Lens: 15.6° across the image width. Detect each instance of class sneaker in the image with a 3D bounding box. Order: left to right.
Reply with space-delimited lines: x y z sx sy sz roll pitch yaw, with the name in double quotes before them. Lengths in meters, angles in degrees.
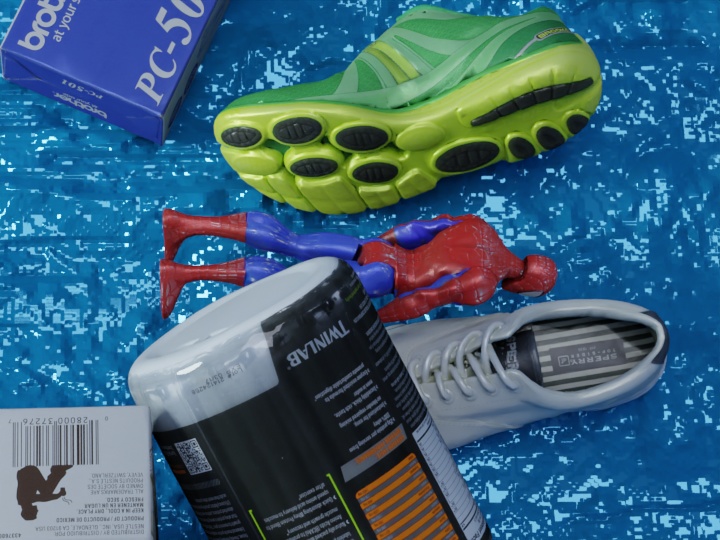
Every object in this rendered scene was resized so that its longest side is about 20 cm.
"sneaker" 0.023 -0.087 1.364 0.199 0.074 0.084 -12 42 -3
"sneaker" 0.060 0.048 1.321 0.199 0.071 0.073 -14 74 -8

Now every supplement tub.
"supplement tub" -0.015 0.106 1.248 0.122 0.122 0.201 -29 99 -14

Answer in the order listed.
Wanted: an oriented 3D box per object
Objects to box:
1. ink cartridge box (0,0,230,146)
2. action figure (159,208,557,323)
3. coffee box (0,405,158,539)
"ink cartridge box" -0.106 -0.175 1.390 0.094 0.044 0.201 23 71 3
"action figure" 0.000 0.000 1.325 0.199 0.052 0.066 0 39 0
"coffee box" -0.130 0.176 1.197 0.079 0.113 0.201 -1 65 -4
